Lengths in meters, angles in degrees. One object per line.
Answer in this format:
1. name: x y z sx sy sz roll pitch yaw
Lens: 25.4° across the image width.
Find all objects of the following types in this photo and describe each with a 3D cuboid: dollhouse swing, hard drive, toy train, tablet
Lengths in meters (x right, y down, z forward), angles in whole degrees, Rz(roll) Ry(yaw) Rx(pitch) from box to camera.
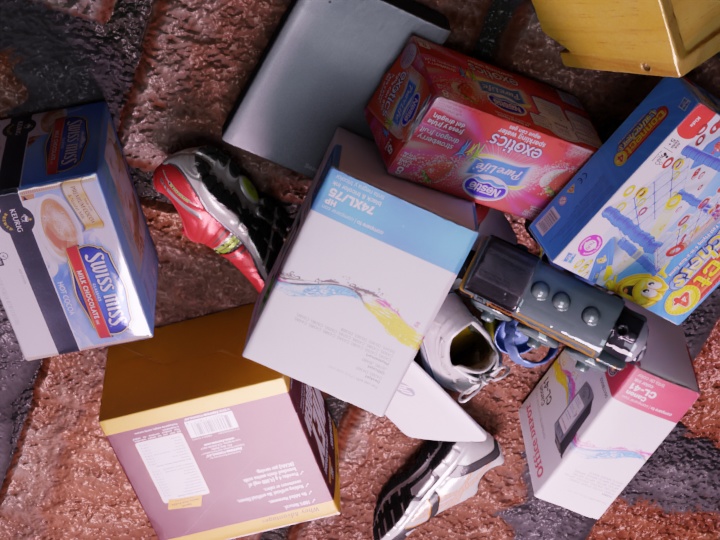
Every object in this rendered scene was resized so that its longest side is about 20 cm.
1. dollhouse swing: 0.262 -0.306 1.413 0.182 0.176 0.200 13 140 42
2. hard drive: -0.025 -0.178 1.495 0.140 0.033 0.200 22 123 -18
3. toy train: 0.183 0.033 1.525 0.200 0.114 0.085 28 86 6
4. tablet: 0.033 0.119 1.685 0.130 0.014 0.200 -4 139 49

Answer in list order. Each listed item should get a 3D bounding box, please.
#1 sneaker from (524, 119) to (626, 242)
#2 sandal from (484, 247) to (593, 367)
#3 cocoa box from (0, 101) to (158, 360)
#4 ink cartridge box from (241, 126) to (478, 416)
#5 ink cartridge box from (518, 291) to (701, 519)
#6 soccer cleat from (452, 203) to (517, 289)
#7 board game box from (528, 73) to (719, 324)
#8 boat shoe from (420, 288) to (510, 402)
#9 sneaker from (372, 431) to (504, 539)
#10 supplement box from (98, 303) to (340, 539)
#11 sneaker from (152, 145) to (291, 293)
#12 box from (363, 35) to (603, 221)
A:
1. sneaker: 0.239 -0.098 1.538 0.200 0.076 0.091 -33 131 10
2. sandal: 0.201 0.026 1.625 0.079 0.087 0.200 22 121 -15
3. cocoa box: -0.280 -0.037 1.524 0.131 0.133 0.200 -10 127 4
4. ink cartridge box: 0.000 0.000 1.477 0.146 0.147 0.200 24 108 -6
5. ink cartridge box: 0.256 0.137 1.670 0.086 0.148 0.200 23 121 -18
6. soccer cleat: 0.068 0.001 1.612 0.200 0.069 0.085 -39 115 18
7. board game box: 0.293 -0.062 1.492 0.196 0.056 0.200 24 116 -38
8. boat shoe: 0.113 0.089 1.627 0.075 0.086 0.202 -39 150 -9
9. sneaker: 0.085 0.249 1.793 0.080 0.074 0.200 25 123 -24
10. supplement box: -0.143 0.164 1.681 0.197 0.133 0.200 -14 126 7
11. sneaker: -0.131 -0.044 1.579 0.085 0.077 0.200 -13 128 32
12. box: 0.116 -0.126 1.477 0.200 0.100 0.095 16 125 -29
